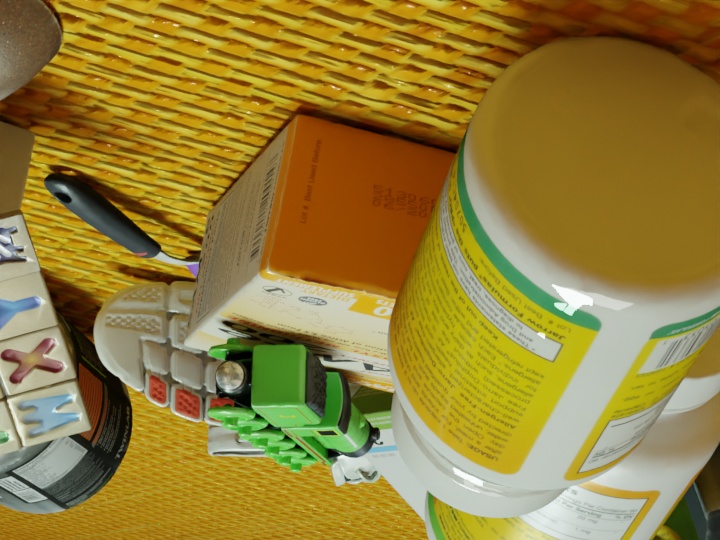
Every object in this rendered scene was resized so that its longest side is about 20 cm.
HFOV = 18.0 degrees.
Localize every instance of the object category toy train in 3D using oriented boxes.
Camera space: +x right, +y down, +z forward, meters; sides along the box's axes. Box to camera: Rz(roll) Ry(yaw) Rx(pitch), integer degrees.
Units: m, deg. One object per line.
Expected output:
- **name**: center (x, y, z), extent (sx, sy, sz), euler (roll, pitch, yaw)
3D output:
- **toy train**: center (-0.030, 0.068, 1.114), extent (0.056, 0.042, 0.200), euler (-2, 167, 9)

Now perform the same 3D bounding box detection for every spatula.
- **spatula**: center (-0.099, -0.011, 1.186), extent (0.056, 0.021, 0.200), euler (3, 164, 34)

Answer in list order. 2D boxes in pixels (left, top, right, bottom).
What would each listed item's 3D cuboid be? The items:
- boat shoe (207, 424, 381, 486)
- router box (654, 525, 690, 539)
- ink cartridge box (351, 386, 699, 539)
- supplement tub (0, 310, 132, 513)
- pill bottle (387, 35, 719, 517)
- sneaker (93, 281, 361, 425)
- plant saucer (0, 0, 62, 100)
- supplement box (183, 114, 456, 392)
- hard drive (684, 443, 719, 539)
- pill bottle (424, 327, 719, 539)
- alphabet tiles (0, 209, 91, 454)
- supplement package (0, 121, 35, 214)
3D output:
- **boat shoe**: center (-0.005, 0.112, 1.515), extent (0.198, 0.067, 0.074), euler (8, 167, 9)
- **router box**: center (0.185, 0.152, 1.398), extent (0.157, 0.052, 0.200), euler (48, 166, 3)
- **ink cartridge box**: center (0.102, 0.124, 1.281), extent (0.200, 0.076, 0.148), euler (50, 153, -15)
- **supplement tub**: center (-0.222, 0.078, 1.419), extent (0.121, 0.124, 0.200), euler (7, 165, 11)
- **pill bottle**: center (0.072, 0.013, 0.854), extent (0.112, 0.114, 0.200), euler (11, 147, -6)
- **sneaker**: center (-0.067, 0.059, 1.340), extent (0.199, 0.078, 0.082), euler (16, 172, -19)
- **plant saucer**: center (-0.219, -0.097, 0.897), extent (0.199, 0.037, 0.200), euler (10, 167, 2)
- **supplement box**: center (0.000, 0.000, 1.045), extent (0.125, 0.074, 0.200), euler (13, 167, -11)
- **hard drive**: center (0.234, 0.104, 1.163), extent (0.138, 0.033, 0.200), euler (-1, -167, 2)
- **pill bottle**: center (0.109, 0.074, 1.083), extent (0.110, 0.112, 0.201), euler (12, 140, -10)
- **alphabet tiles**: center (-0.218, 0.020, 0.980), extent (0.166, 0.008, 0.201), euler (-15, 132, -3)
- **supplement package**: center (-0.254, -0.013, 1.091), extent (0.117, 0.118, 0.200), euler (17, 164, -27)
